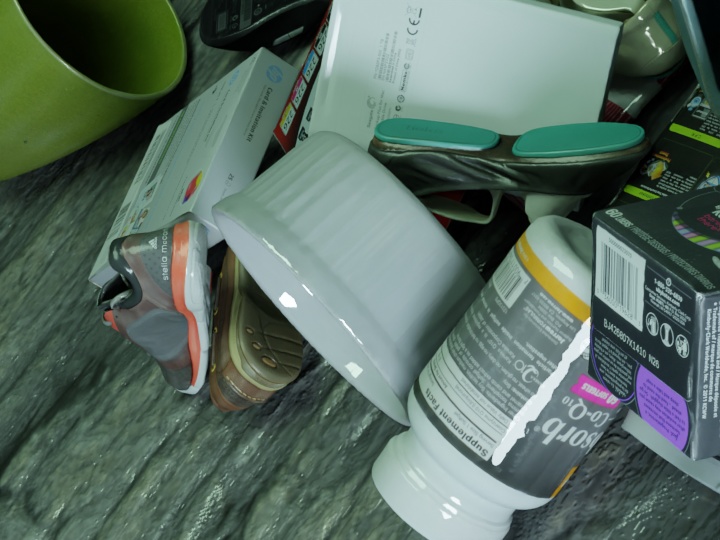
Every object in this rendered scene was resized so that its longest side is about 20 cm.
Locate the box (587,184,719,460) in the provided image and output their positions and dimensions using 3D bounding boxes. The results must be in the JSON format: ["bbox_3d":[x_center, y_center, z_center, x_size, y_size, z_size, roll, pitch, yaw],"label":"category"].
[{"bbox_3d":[0.242,0.016,1.476,0.199,0.107,0.122,-12,28,-23],"label":"box"}]

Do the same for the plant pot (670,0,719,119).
[{"bbox_3d":[0.271,-0.242,1.683,0.194,0.198,0.200,-20,20,1],"label":"plant pot"}]

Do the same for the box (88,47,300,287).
[{"bbox_3d":[-0.132,-0.073,2.040,0.200,0.041,0.157,-31,32,58],"label":"box"}]

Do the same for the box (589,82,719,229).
[{"bbox_3d":[0.257,-0.047,1.660,0.194,0.047,0.200,-55,36,-6],"label":"box"}]

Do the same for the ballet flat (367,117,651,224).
[{"bbox_3d":[0.102,-0.066,1.759,0.198,0.069,0.068,4,25,22],"label":"ballet flat"}]

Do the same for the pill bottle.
[{"bbox_3d":[0.100,0.075,1.623,0.201,0.116,0.117,-55,33,17],"label":"pill bottle"}]

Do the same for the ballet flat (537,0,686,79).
[{"bbox_3d":[0.148,-0.179,1.849,0.199,0.069,0.070,8,62,46],"label":"ballet flat"}]

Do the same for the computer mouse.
[{"bbox_3d":[-0.040,-0.206,2.131,0.199,0.046,0.141,-25,45,20],"label":"computer mouse"}]

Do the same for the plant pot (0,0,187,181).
[{"bbox_3d":[-0.282,-0.168,2.251,0.200,0.186,0.188,-41,33,35],"label":"plant pot"}]

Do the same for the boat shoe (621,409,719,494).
[{"bbox_3d":[0.229,0.100,1.524,0.068,0.073,0.199,-62,26,3],"label":"boat shoe"}]

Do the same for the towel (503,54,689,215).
[{"bbox_3d":[0.158,-0.137,1.870,0.200,0.023,0.144,-47,36,0],"label":"towel"}]

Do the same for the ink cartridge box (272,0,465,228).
[{"bbox_3d":[0.032,-0.140,1.881,0.201,0.083,0.176,-66,28,19],"label":"ink cartridge box"}]

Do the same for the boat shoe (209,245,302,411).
[{"bbox_3d":[-0.081,0.022,1.923,0.068,0.072,0.201,-41,27,33],"label":"boat shoe"}]

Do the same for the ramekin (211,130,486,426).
[{"bbox_3d":[0.000,0.000,1.760,0.098,0.201,0.200,-43,34,-9],"label":"ramekin"}]

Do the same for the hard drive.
[{"bbox_3d":[0.071,-0.130,1.796,0.026,0.198,0.133,-43,-34,-69],"label":"hard drive"}]

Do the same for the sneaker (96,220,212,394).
[{"bbox_3d":[-0.150,0.023,1.898,0.081,0.201,0.078,1,58,-1],"label":"sneaker"}]
